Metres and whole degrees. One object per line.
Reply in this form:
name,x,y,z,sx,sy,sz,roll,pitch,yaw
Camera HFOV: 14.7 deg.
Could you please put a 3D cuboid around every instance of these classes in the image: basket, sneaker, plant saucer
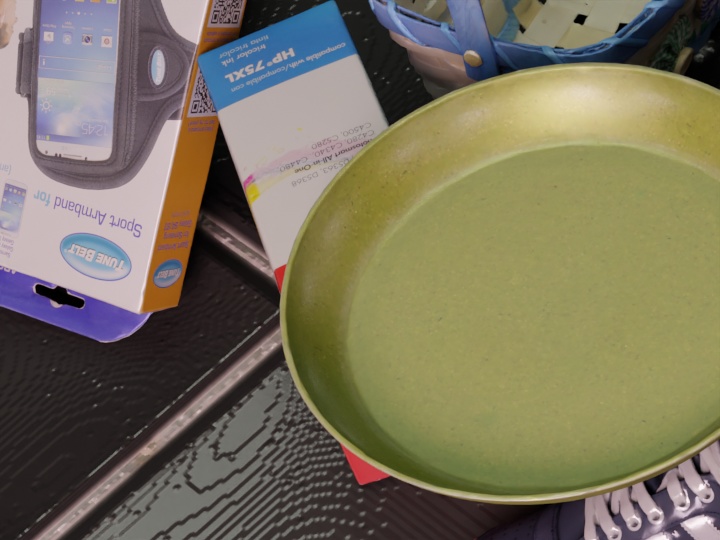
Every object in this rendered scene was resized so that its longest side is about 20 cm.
basket,0.086,-0.152,1.184,0.138,0.201,0.177,14,56,31
sneaker,0.119,0.079,1.023,0.199,0.109,0.070,-10,46,12
plant saucer,0.070,0.008,1.007,0.199,0.031,0.201,-8,48,10

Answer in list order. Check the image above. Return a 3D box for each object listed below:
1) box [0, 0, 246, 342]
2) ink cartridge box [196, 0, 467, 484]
box,-0.121,-0.072,1.216,0.118,0.041,0.201,18,100,23
ink cartridge box,0.000,0.000,1.138,0.067,0.117,0.201,-21,44,0
